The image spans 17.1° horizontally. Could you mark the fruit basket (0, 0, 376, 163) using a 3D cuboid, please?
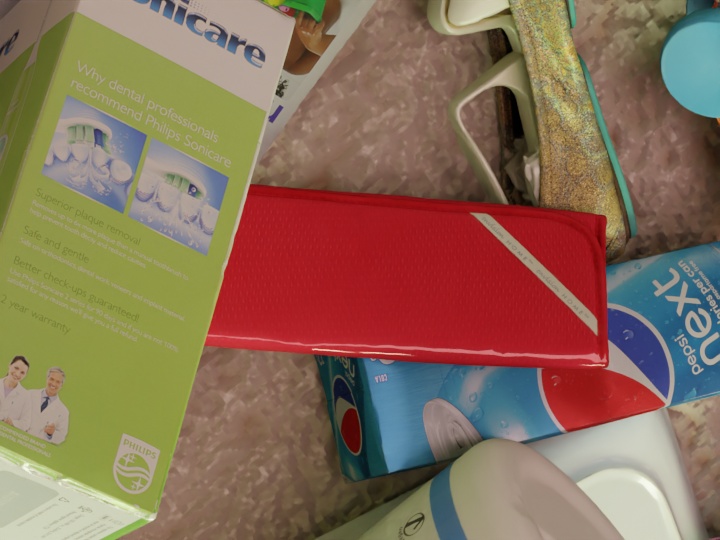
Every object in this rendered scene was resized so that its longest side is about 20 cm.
[{"bbox_3d":[-0.057,-0.153,0.916,0.185,0.094,0.201,33,94,-27],"label":"fruit basket"}]

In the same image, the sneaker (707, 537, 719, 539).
[{"bbox_3d":[0.182,0.159,1.058,0.095,0.079,0.201,26,67,-15],"label":"sneaker"}]

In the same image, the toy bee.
[{"bbox_3d":[0.175,-0.105,0.989,0.200,0.108,0.132,48,42,-40],"label":"toy bee"}]

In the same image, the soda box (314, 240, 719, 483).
[{"bbox_3d":[0.086,0.036,1.007,0.198,0.068,0.065,-13,85,-18],"label":"soda box"}]

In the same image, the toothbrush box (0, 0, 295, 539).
[{"bbox_3d":[-0.113,0.000,0.854,0.086,0.145,0.201,25,60,-23],"label":"toothbrush box"}]

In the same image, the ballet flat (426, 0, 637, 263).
[{"bbox_3d":[0.063,-0.091,0.986,0.070,0.071,0.202,-20,107,-16],"label":"ballet flat"}]

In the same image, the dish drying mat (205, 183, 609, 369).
[{"bbox_3d":[0.000,0.000,0.952,0.198,0.018,0.077,5,58,-2],"label":"dish drying mat"}]

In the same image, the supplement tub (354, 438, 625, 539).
[{"bbox_3d":[0.019,0.173,0.948,0.200,0.132,0.132,-40,112,14],"label":"supplement tub"}]

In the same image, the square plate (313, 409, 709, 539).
[{"bbox_3d":[0.081,0.174,1.059,0.199,0.028,0.199,-26,108,-14],"label":"square plate"}]
